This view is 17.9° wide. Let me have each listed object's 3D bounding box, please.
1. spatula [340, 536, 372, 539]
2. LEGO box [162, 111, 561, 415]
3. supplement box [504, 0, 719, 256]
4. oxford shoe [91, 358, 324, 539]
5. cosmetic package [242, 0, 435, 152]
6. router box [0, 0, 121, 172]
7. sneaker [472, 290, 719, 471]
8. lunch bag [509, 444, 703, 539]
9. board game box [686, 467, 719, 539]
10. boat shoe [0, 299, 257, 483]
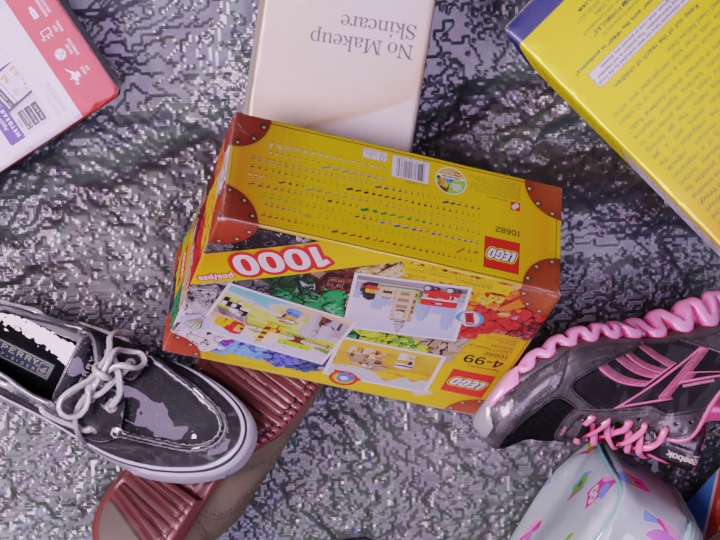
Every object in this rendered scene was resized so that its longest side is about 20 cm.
[{"bbox_3d":[-0.086,0.199,1.432,0.199,0.021,0.057,-16,110,-3],"label":"spatula"},{"bbox_3d":[0.000,0.000,1.325,0.199,0.149,0.077,12,55,-11],"label":"LEGO box"},{"bbox_3d":[0.195,-0.099,1.316,0.110,0.109,0.200,-44,78,5],"label":"supplement box"},{"bbox_3d":[-0.083,0.107,1.402,0.200,0.075,0.070,-46,63,-7],"label":"oxford shoe"},{"bbox_3d":[-0.010,-0.151,1.343,0.103,0.073,0.201,7,100,-5],"label":"cosmetic package"},{"bbox_3d":[-0.268,-0.139,1.337,0.179,0.049,0.200,-34,102,3],"label":"router box"},{"bbox_3d":[0.163,0.079,1.357,0.200,0.079,0.096,-16,68,-25],"label":"sneaker"},{"bbox_3d":[0.124,0.211,1.381,0.077,0.160,0.200,31,97,-9],"label":"lunch bag"},{"bbox_3d":[0.211,0.199,1.342,0.040,0.200,0.153,30,125,-9],"label":"board game box"},{"bbox_3d":[-0.156,0.065,1.348,0.199,0.068,0.074,27,77,11],"label":"boat shoe"}]
